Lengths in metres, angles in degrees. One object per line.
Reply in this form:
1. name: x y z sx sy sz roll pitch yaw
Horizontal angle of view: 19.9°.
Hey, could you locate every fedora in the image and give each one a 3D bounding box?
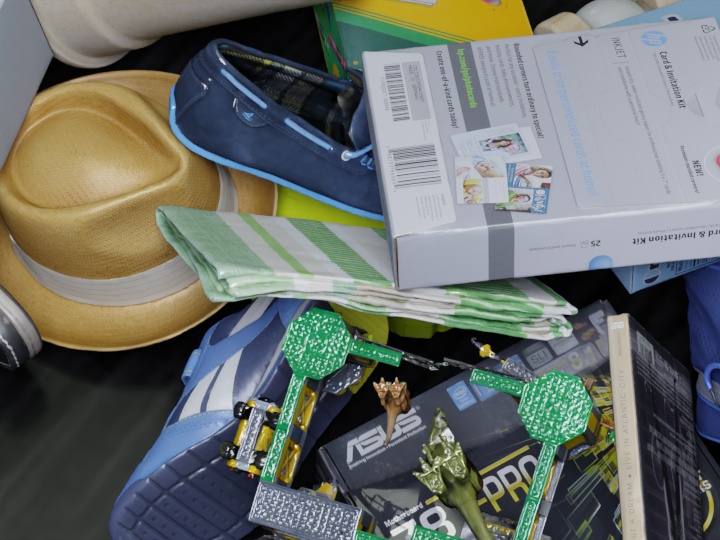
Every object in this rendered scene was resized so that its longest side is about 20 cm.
1. fedora: -0.149 -0.051 1.193 0.199 0.082 0.202 -4 65 8

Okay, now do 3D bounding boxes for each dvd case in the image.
1. dvd case: 0.157 0.137 1.062 0.016 0.149 0.202 -8 73 19

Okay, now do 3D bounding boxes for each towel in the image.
1. towel: 0.000 0.000 1.107 0.198 0.153 0.024 6 104 -19

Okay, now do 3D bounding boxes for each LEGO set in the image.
1. LEGO set: 0.037 0.108 1.077 0.198 0.116 0.155 6 76 17

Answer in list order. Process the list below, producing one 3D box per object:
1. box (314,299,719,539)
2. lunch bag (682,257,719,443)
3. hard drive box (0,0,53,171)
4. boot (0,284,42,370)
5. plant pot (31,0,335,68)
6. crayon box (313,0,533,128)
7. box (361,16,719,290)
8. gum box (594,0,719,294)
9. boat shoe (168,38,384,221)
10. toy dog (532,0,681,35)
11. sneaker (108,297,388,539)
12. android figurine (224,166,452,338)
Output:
1. box: 0.097 0.130 1.163 0.199 0.049 0.162 -26 67 -16
2. lunch bag: 0.274 0.037 1.149 0.199 0.133 0.135 -22 23 -31
3. hard drive box: -0.282 -0.076 1.142 0.155 0.077 0.201 6 55 17
4. boot: -0.294 0.042 1.156 0.199 0.073 0.151 28 63 15
5. plant pot: -0.089 -0.223 1.205 0.182 0.201 0.202 0 60 25
6. crayon box: 0.031 -0.179 1.284 0.118 0.058 0.201 -6 51 -10
7. box: 0.106 -0.065 1.083 0.198 0.041 0.157 -7 43 -2
8. gum box: 0.198 -0.084 1.157 0.199 0.045 0.170 -19 46 -16
9. boat shoe: -0.008 -0.078 1.171 0.199 0.069 0.085 10 44 -25
10. toy dog: 0.177 -0.090 1.274 0.131 0.096 0.202 -9 79 -14
11. sneaker: -0.069 0.081 1.159 0.200 0.074 0.082 -47 34 -5
12. android figurine: 0.014 -0.034 1.242 0.199 0.041 0.183 28 63 11
